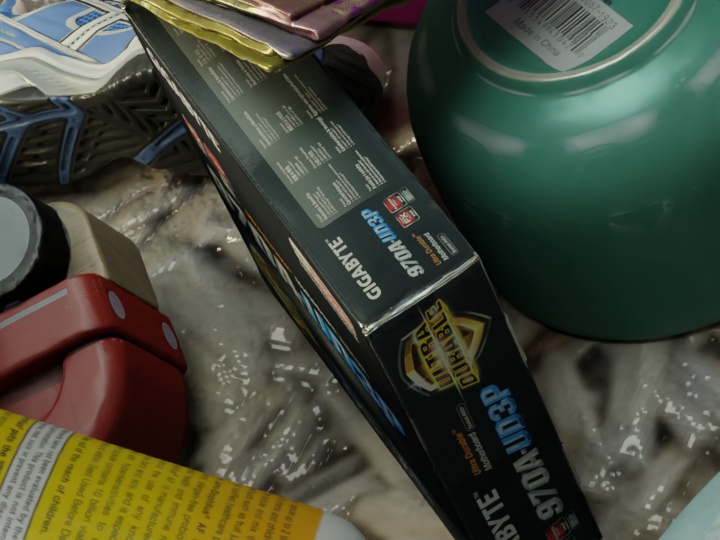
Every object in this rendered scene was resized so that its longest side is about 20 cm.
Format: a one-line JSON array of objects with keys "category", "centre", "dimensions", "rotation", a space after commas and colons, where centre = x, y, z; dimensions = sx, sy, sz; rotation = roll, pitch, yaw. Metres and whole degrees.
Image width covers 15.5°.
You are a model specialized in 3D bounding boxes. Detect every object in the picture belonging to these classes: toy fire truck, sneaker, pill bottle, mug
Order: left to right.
[{"category": "toy fire truck", "centre": [-0.148, 0.088, 0.969], "dimensions": [0.176, 0.129, 0.200], "rotation": [-27, 67, 12]}, {"category": "sneaker", "centre": [-0.084, -0.086, 1.088], "dimensions": [0.200, 0.076, 0.077], "rotation": [0, 54, 21]}, {"category": "pill bottle", "centre": [-0.062, 0.120, 0.849], "dimensions": [0.200, 0.113, 0.113], "rotation": [18, 59, 0]}, {"category": "mug", "centre": [0.108, -0.068, 0.953], "dimensions": [0.185, 0.114, 0.152], "rotation": [-6, 52, 22]}]

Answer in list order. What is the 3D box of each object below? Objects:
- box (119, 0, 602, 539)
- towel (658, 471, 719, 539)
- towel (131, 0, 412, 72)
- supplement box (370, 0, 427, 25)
[{"category": "box", "centre": [0.000, 0.000, 0.921], "dimensions": [0.046, 0.159, 0.200], "rotation": [-32, 47, -6]}, {"category": "towel", "centre": [0.128, 0.161, 0.779], "dimensions": [0.171, 0.048, 0.200], "rotation": [28, 72, 39]}, {"category": "towel", "centre": [0.003, -0.130, 0.926], "dimensions": [0.200, 0.023, 0.144], "rotation": [-30, 38, -32]}, {"category": "supplement box", "centre": [-0.008, -0.174, 1.104], "dimensions": [0.200, 0.103, 0.101], "rotation": [10, 59, 30]}]
